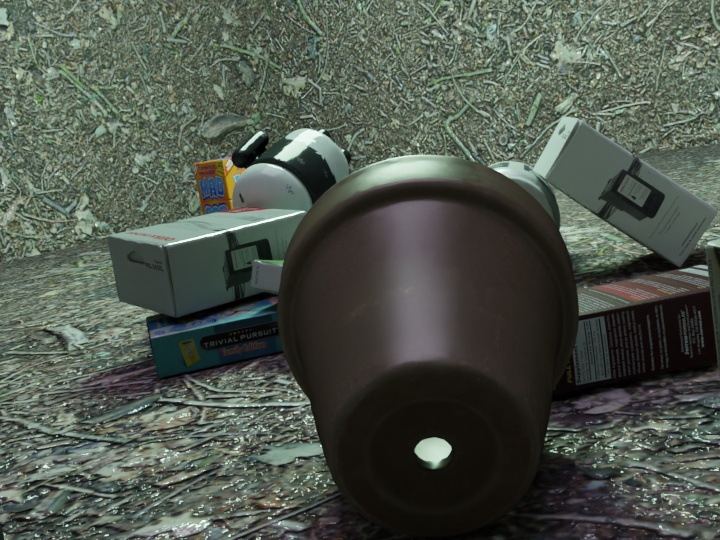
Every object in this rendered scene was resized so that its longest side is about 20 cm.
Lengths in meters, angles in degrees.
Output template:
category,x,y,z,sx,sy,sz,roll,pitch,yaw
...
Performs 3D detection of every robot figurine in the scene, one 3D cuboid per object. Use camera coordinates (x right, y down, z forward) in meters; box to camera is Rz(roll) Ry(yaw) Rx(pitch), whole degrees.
category,x,y,z,sx,sy,sz,roll,pitch,yaw
robot figurine,-0.092,-0.117,1.337,0.149,0.126,0.200,13,38,24

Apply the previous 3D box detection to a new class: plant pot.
category,x,y,z,sx,sy,sz,roll,pitch,yaw
plant pot,0.042,0.054,0.572,0.197,0.203,0.175,-8,25,6

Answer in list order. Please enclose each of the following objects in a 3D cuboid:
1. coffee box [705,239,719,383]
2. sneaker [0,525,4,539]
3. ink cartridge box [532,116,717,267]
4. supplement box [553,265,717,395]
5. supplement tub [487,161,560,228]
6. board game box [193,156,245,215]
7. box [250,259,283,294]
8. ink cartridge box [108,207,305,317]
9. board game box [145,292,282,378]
category,x,y,z,sx,sy,sz,roll,pitch,yaw
coffee box,0.291,0.040,0.558,0.079,0.115,0.200,-11,8,-10
sneaker,-0.285,0.142,0.640,0.074,0.082,0.200,-15,10,-22
ink cartridge box,0.319,-0.101,1.199,0.199,0.084,0.145,33,10,-2
supplement box,0.215,0.046,0.782,0.197,0.062,0.109,-10,8,-7
supplement tub,0.200,-0.072,1.312,0.138,0.142,0.200,-8,8,11
board game box,-0.288,-0.197,2.492,0.198,0.203,0.199,-15,10,-30
box,-0.007,0.016,1.091,0.143,0.037,0.199,10,3,35
ink cartridge box,-0.177,-0.016,1.149,0.198,0.085,0.144,-17,16,-38
board game box,-0.141,0.065,1.107,0.197,0.048,0.151,-12,9,-14
